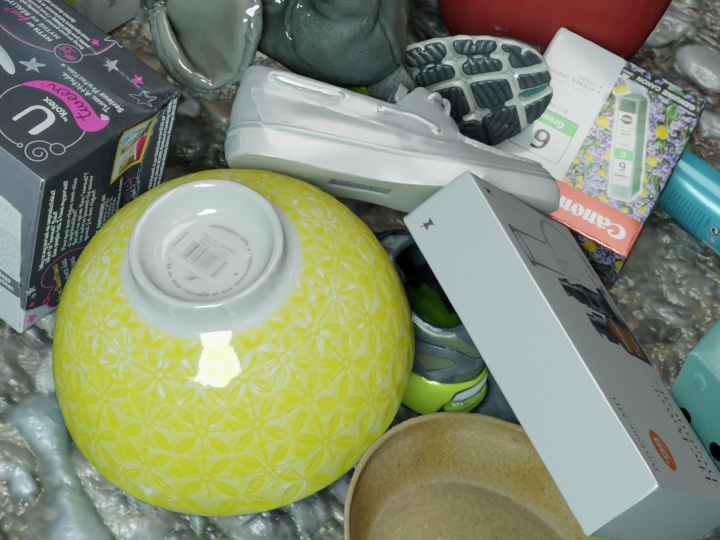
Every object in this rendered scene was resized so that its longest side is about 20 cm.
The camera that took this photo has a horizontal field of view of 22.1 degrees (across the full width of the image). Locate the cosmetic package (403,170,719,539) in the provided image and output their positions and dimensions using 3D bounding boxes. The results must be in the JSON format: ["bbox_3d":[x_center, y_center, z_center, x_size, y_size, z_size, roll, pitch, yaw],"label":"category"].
[{"bbox_3d":[0.116,0.052,1.000,0.151,0.052,0.201,18,38,-60],"label":"cosmetic package"}]

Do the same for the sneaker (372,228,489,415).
[{"bbox_3d":[0.000,0.000,1.077,0.199,0.081,0.074,32,43,11],"label":"sneaker"}]

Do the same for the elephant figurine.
[{"bbox_3d":[-0.076,-0.174,1.080,0.199,0.141,0.156,-2,77,16],"label":"elephant figurine"}]

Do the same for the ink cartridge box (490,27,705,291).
[{"bbox_3d":[0.128,-0.048,1.158,0.108,0.050,0.201,28,62,7],"label":"ink cartridge box"}]

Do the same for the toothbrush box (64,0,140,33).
[{"bbox_3d":[-0.231,-0.256,1.192,0.199,0.146,0.086,34,45,13],"label":"toothbrush box"}]

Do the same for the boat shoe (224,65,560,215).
[{"bbox_3d":[0.021,-0.074,1.051,0.199,0.072,0.069,8,76,-10],"label":"boat shoe"}]

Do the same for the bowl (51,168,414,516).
[{"bbox_3d":[-0.073,0.015,0.964,0.199,0.108,0.201,-3,55,4],"label":"bowl"}]

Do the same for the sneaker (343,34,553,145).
[{"bbox_3d":[0.024,-0.115,1.161,0.199,0.078,0.080,-8,27,18],"label":"sneaker"}]

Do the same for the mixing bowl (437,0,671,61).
[{"bbox_3d":[0.129,-0.194,1.274,0.199,0.109,0.200,11,3,-1],"label":"mixing bowl"}]

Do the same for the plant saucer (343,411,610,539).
[{"bbox_3d":[0.073,0.166,0.957,0.199,0.035,0.201,19,44,-19],"label":"plant saucer"}]

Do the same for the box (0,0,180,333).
[{"bbox_3d":[-0.219,-0.086,1.037,0.200,0.133,0.115,38,49,17],"label":"box"}]

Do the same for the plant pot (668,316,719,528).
[{"bbox_3d":[0.279,0.072,1.083,0.199,0.142,0.142,-23,58,-30],"label":"plant pot"}]

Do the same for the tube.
[{"bbox_3d":[0.207,-0.064,1.243,0.200,0.078,0.050,38,77,14],"label":"tube"}]
